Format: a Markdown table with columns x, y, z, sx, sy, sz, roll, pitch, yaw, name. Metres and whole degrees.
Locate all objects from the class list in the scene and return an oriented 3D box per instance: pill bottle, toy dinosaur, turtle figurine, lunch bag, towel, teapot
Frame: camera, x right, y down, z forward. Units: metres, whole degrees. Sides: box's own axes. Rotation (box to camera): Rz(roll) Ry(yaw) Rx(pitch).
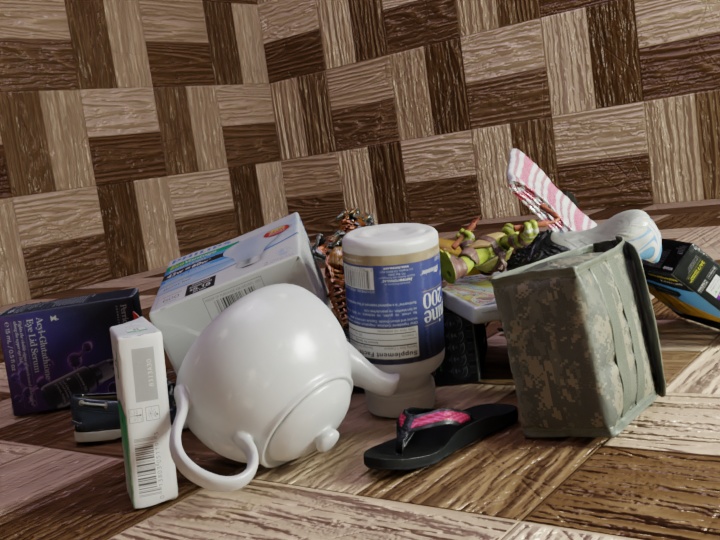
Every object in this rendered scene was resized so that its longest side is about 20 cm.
| x | y | z | sx | sy | sz | roll | pitch | yaw | name |
| --- | --- | --- | --- | --- | --- | --- | --- | --- | --- |
| 0.040 | 0.055 | 0.983 | 0.108 | 0.204 | 0.111 | -4 | 13 | 1 | pill bottle |
| 0.000 | 0.000 | 1.106 | 0.133 | 0.204 | 0.103 | 9 | -27 | 3 | toy dinosaur |
| 0.146 | -0.021 | 1.089 | 0.159 | 0.066 | 0.199 | -25 | 11 | -29 | turtle figurine |
| 0.237 | 0.061 | 0.883 | 0.116 | 0.167 | 0.198 | -9 | 5 | 40 | lunch bag |
| 0.272 | -0.080 | 1.164 | 0.030 | 0.199 | 0.147 | -45 | 10 | 23 | towel |
| -0.080 | 0.124 | 0.865 | 0.200 | 0.146 | 0.198 | -45 | -25 | -3 | teapot |

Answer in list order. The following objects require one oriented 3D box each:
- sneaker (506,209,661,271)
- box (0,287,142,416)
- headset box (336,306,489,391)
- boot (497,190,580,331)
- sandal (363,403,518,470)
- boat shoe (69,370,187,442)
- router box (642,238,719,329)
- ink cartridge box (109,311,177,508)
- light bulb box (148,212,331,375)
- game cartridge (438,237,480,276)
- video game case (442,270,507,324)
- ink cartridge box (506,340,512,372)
| x | y | z | sx | sy | sz | roll | pitch | yaw | name |
| --- | --- | --- | --- | --- | --- | --- | --- | --- | --- |
| 0.265 | -0.016 | 1.051 | 0.198 | 0.073 | 0.072 | -15 | 30 | 38 | sneaker |
| -0.420 | 0.117 | 1.297 | 0.196 | 0.151 | 0.104 | -10 | 7 | -9 | box |
| 0.078 | 0.087 | 1.160 | 0.196 | 0.095 | 0.174 | -6 | 8 | 14 | headset box |
| 0.260 | -0.010 | 1.288 | 0.136 | 0.204 | 0.077 | -8 | -19 | 36 | boot |
| 0.077 | 0.150 | 0.858 | 0.198 | 0.046 | 0.074 | -14 | 9 | -39 | sandal |
| -0.259 | 0.164 | 1.080 | 0.196 | 0.063 | 0.075 | -8 | 5 | -3 | boat shoe |
| 0.424 | 0.017 | 1.131 | 0.148 | 0.051 | 0.200 | 35 | 1 | -9 | router box |
| -0.232 | 0.133 | 0.897 | 0.049 | 0.165 | 0.199 | -7 | 6 | -23 | ink cartridge box |
| -0.144 | 0.039 | 1.103 | 0.195 | 0.127 | 0.200 | -21 | 19 | 1 | light bulb box |
| 0.087 | 0.023 | 1.250 | 0.196 | 0.178 | 0.033 | 10 | 46 | 0 | game cartridge |
| 0.191 | 0.025 | 1.077 | 0.178 | 0.023 | 0.200 | -8 | 9 | -11 | video game case |
| 0.274 | 0.066 | 1.119 | 0.142 | 0.086 | 0.200 | -4 | 8 | 21 | ink cartridge box |
